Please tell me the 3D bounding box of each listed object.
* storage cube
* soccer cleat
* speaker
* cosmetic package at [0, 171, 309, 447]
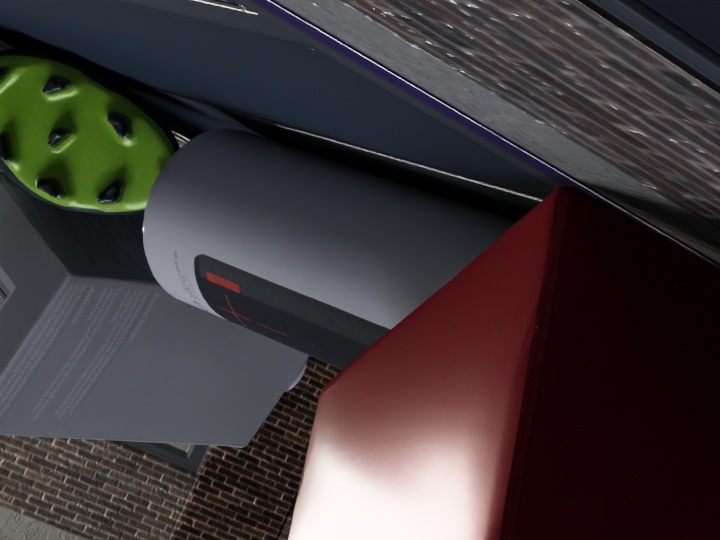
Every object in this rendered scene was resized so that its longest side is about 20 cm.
[{"bbox_3d":[0.078,0.112,0.834,0.171,0.180,0.200,25,145,-18],"label":"storage cube"},{"bbox_3d":[-0.158,-0.076,1.146,0.199,0.068,0.081,18,-162,25],"label":"soccer cleat"},{"bbox_3d":[0.000,0.000,1.004,0.200,0.081,0.081,21,175,46],"label":"speaker"},{"bbox_3d":[-0.116,0.022,1.227,0.200,0.107,0.090,8,-145,-53],"label":"cosmetic package"}]
